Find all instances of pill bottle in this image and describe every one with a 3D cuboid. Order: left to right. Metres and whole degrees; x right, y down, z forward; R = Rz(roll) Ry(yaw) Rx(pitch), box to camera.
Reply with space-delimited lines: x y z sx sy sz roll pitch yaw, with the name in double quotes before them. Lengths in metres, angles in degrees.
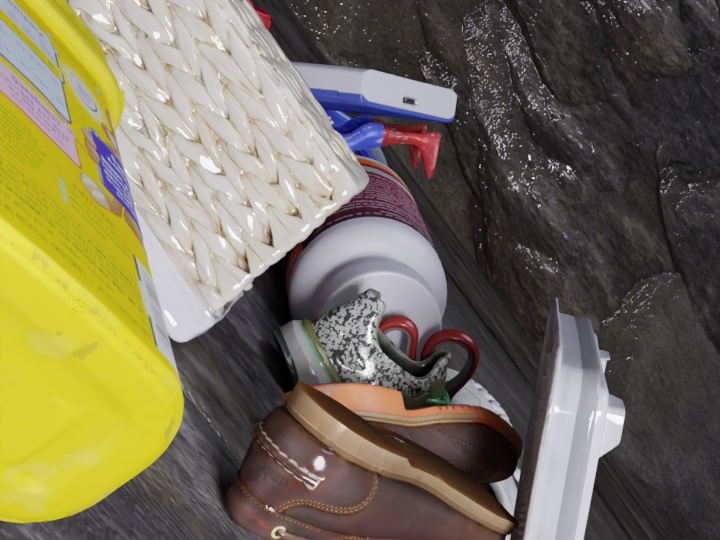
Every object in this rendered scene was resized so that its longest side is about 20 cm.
"pill bottle" 0.000 0.000 1.025 0.113 0.113 0.200 51 8 -23

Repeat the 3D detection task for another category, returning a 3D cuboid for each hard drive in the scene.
"hard drive" -0.048 -0.133 1.034 0.198 0.026 0.131 10 5 31

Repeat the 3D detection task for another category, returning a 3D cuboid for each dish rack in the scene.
"dish rack" 0.113 0.113 0.804 0.200 0.043 0.174 -55 153 -79

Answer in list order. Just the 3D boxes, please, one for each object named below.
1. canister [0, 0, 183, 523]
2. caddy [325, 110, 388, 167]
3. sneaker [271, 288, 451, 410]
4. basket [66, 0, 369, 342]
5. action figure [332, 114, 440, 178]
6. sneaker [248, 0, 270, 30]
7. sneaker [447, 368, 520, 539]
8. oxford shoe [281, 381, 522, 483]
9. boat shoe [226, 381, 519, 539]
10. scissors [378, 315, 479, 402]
"canister" -0.133 -0.033 0.463 0.149 0.086 0.201 48 11 -40
"caddy" -0.031 -0.080 1.198 0.200 0.105 0.142 50 10 -33
"sneaker" 0.031 0.093 0.909 0.200 0.088 0.077 52 8 -25
"basket" -0.096 -0.084 0.754 0.201 0.123 0.136 53 7 -4
"action figure" -0.046 -0.094 1.022 0.198 0.052 0.065 8 17 -15
"sneaker" -0.092 -0.109 0.916 0.201 0.115 0.078 55 9 13
"sneaker" 0.079 0.144 1.079 0.081 0.075 0.201 33 21 -46
"oxford shoe" 0.028 0.114 0.820 0.199 0.071 0.074 15 64 -47
"boat shoe" 0.007 0.114 0.701 0.070 0.071 0.200 35 2 42
"scissors" 0.042 0.117 0.965 0.014 0.072 0.202 -83 173 -58
